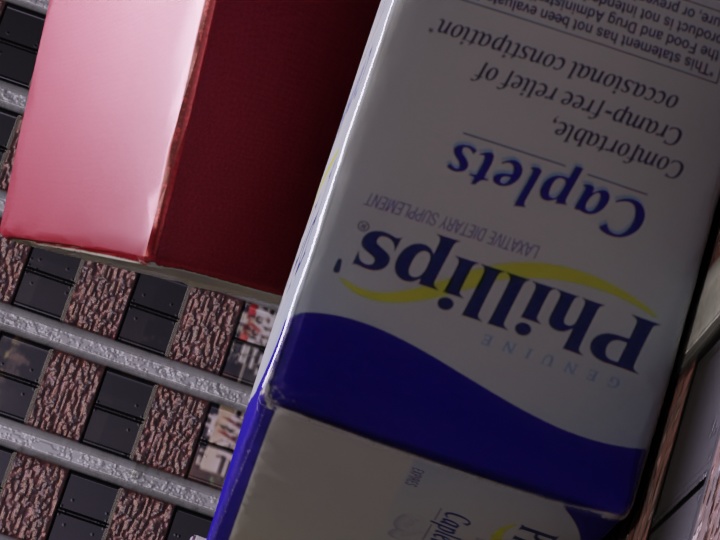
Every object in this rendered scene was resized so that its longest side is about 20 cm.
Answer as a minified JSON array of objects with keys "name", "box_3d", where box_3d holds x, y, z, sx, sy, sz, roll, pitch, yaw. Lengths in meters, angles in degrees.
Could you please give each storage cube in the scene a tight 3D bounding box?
[{"name":"storage cube","box_3d":[-0.014,-0.075,1.100,0.200,0.170,0.181,7,84,65]}]

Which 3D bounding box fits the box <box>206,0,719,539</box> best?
[{"name":"box","box_3d":[0.037,-0.008,0.874,0.184,0.104,0.201,111,176,-69]}]

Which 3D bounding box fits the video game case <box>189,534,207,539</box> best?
[{"name":"video game case","box_3d":[-0.111,0.261,1.479,0.181,0.036,0.201,-76,4,-69]}]
